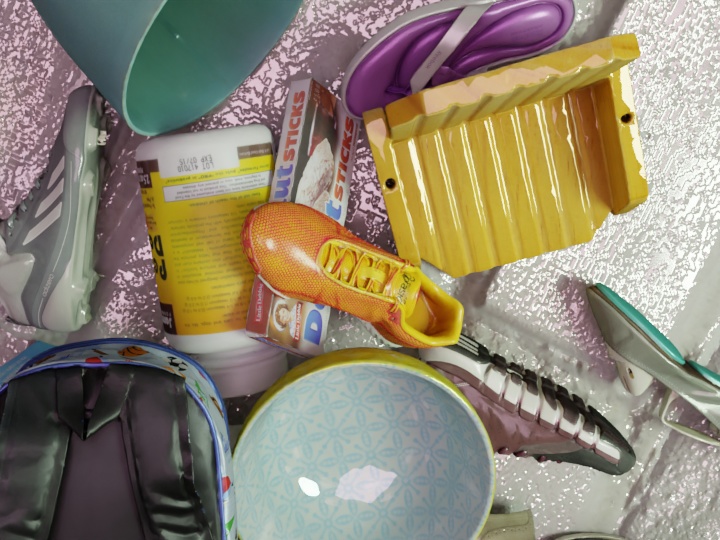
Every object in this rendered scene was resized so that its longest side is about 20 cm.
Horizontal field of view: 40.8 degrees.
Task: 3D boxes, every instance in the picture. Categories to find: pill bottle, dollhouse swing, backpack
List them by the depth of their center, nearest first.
[{"bbox_3d":[-0.163,0.142,0.637,0.197,0.154,0.193,1,103,-10],"label":"backpack"},{"bbox_3d":[0.114,-0.070,0.704,0.197,0.176,0.184,-15,108,2],"label":"dollhouse swing"},{"bbox_3d":[-0.108,-0.008,0.760,0.108,0.109,0.203,-8,98,1],"label":"pill bottle"}]

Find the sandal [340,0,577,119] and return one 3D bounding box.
[{"bbox_3d":[0.079,-0.168,0.746,0.201,0.050,0.083,-25,137,-1],"label":"sandal"}]

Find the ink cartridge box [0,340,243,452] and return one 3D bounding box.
[{"bbox_3d":[-0.198,0.157,0.776,0.197,0.125,0.130,16,98,-2],"label":"ink cartridge box"}]

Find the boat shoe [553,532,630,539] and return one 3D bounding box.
[{"bbox_3d":[0.248,0.285,0.826,0.198,0.063,0.073,24,97,-4],"label":"boat shoe"}]

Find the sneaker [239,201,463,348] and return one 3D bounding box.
[{"bbox_3d":[0.000,0.000,0.703,0.199,0.077,0.074,25,69,-37],"label":"sneaker"}]

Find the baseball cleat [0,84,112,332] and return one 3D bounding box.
[{"bbox_3d":[-0.255,-0.050,0.774,0.105,0.070,0.203,8,98,-2],"label":"baseball cleat"}]

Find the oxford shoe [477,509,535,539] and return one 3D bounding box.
[{"bbox_3d":[0.052,0.221,0.827,0.197,0.071,0.076,10,72,0],"label":"oxford shoe"}]

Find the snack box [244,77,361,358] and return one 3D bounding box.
[{"bbox_3d":[-0.041,-0.039,0.740,0.024,0.072,0.203,-1,73,34],"label":"snack box"}]

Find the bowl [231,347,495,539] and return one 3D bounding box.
[{"bbox_3d":[-0.003,0.139,0.748,0.197,0.108,0.203,-2,110,-4],"label":"bowl"}]

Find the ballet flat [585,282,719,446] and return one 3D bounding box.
[{"bbox_3d":[0.253,0.090,0.798,0.199,0.067,0.064,35,104,-5],"label":"ballet flat"}]

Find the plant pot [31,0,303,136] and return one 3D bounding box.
[{"bbox_3d":[-0.150,-0.226,0.692,0.161,0.200,0.201,42,96,8],"label":"plant pot"}]

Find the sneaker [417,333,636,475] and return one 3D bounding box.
[{"bbox_3d":[0.119,0.141,0.808,0.198,0.076,0.116,30,103,6],"label":"sneaker"}]
